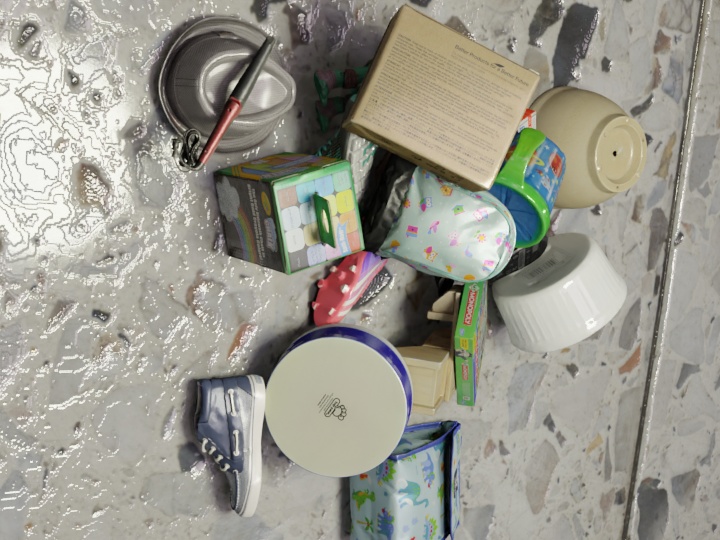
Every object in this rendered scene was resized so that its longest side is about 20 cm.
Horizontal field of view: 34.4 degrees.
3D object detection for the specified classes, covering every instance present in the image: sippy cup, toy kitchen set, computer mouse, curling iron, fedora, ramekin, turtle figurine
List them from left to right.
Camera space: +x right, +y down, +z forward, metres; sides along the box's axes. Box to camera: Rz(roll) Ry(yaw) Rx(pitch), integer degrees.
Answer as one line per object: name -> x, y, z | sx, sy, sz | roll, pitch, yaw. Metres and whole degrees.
curling iron -> -0.162, -0.204, 1.413 | 0.050, 0.026, 0.200 | 40, 83, -29
fedora -> -0.153, -0.233, 1.479 | 0.200, 0.090, 0.177 | 8, 95, -37
turtle figurine -> 0.038, -0.250, 1.578 | 0.199, 0.101, 0.150 | -14, 133, -8
toy kitchen set -> 0.056, 0.095, 1.714 | 0.200, 0.180, 0.164 | -33, 131, -73
computer mouse -> 0.189, -0.023, 1.755 | 0.200, 0.046, 0.140 | -31, 153, -4
sippy cup -> 0.226, -0.124, 1.652 | 0.140, 0.178, 0.130 | 45, 57, -16
ramekin -> 0.303, 0.028, 1.809 | 0.200, 0.200, 0.098 | -41, 113, -23

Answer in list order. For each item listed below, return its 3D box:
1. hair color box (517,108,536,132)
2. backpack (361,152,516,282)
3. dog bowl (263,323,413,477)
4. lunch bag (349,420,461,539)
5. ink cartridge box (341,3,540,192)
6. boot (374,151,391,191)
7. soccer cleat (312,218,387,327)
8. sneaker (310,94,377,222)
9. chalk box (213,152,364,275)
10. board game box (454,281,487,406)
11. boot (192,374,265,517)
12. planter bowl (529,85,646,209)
hair color box -> 0.182, -0.157, 1.729 | 0.200, 0.064, 0.111 | -35, 135, -33
backpack -> 0.109, -0.058, 1.567 | 0.200, 0.127, 0.167 | 23, 103, -4
dog bowl -> -0.030, 0.178, 1.592 | 0.200, 0.079, 0.201 | 1, 100, 7
lunch bag -> 0.085, 0.328, 1.757 | 0.200, 0.127, 0.171 | -9, 103, -48
ink cartridge box -> 0.101, -0.214, 1.470 | 0.200, 0.075, 0.165 | 26, 85, -9
boot -> 0.059, -0.204, 1.666 | 0.186, 0.064, 0.200 | 37, 82, -35
soccer cleat -> 0.000, 0.000, 1.660 | 0.076, 0.067, 0.200 | 34, 76, -41
sneaker -> -0.032, -0.147, 1.561 | 0.078, 0.091, 0.200 | -45, 151, -53
chalk box -> -0.081, -0.075, 1.496 | 0.124, 0.200, 0.125 | -19, 110, -32
board game box -> 0.165, 0.096, 1.727 | 0.200, 0.029, 0.135 | 81, 18, -55
boot -> -0.184, 0.239, 1.577 | 0.090, 0.073, 0.201 | 1, 98, -22
planter bowl -> 0.366, -0.190, 1.846 | 0.200, 0.135, 0.201 | -8, 103, -35
